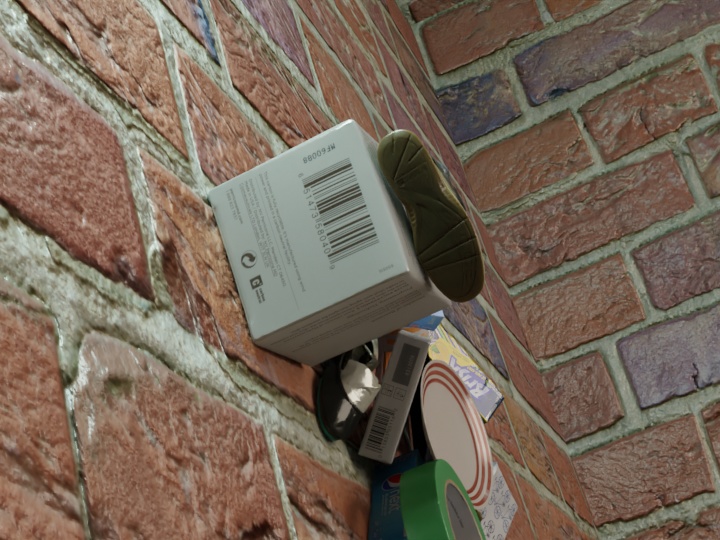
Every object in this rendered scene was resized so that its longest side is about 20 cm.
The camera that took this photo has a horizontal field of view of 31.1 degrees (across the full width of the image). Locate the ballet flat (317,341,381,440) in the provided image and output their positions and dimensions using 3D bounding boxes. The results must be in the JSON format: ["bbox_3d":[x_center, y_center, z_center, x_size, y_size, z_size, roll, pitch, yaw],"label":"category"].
[{"bbox_3d":[-0.012,0.133,1.588,0.068,0.068,0.200,51,16,-20],"label":"ballet flat"}]

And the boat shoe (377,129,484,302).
[{"bbox_3d":[0.085,-0.063,1.419,0.201,0.072,0.066,63,19,2],"label":"boat shoe"}]

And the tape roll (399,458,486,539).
[{"bbox_3d":[0.106,0.320,1.497,0.200,0.048,0.201,-22,90,-77],"label":"tape roll"}]

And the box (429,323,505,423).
[{"bbox_3d":[0.127,0.152,1.992,0.200,0.070,0.064,48,50,-8],"label":"box"}]

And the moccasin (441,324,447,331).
[{"bbox_3d":[0.114,0.159,2.073,0.078,0.074,0.201,-73,156,-63],"label":"moccasin"}]

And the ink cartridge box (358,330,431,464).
[{"bbox_3d":[0.047,0.158,1.669,0.200,0.047,0.160,23,85,-87],"label":"ink cartridge box"}]

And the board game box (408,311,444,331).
[{"bbox_3d":[0.000,0.000,1.686,0.200,0.037,0.151,9,46,-26],"label":"board game box"}]

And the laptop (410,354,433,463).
[{"bbox_3d":[0.132,0.246,1.907,0.200,0.103,0.177,42,22,-22],"label":"laptop"}]

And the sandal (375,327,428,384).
[{"bbox_3d":[0.064,0.099,1.786,0.079,0.059,0.207,-28,129,-45],"label":"sandal"}]

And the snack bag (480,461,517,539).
[{"bbox_3d":[0.154,0.338,1.825,0.189,0.021,0.200,-56,129,-41],"label":"snack bag"}]

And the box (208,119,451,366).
[{"bbox_3d":[-0.034,-0.025,1.481,0.171,0.200,0.199,32,36,-65],"label":"box"}]

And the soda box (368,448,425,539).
[{"bbox_3d":[0.054,0.302,1.572,0.068,0.064,0.200,62,13,-18],"label":"soda box"}]

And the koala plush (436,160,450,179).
[{"bbox_3d":[0.019,-0.122,1.998,0.200,0.184,0.177,26,33,-2],"label":"koala plush"}]

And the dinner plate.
[{"bbox_3d":[0.119,0.213,1.668,0.200,0.024,0.200,50,28,-40],"label":"dinner plate"}]

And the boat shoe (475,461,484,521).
[{"bbox_3d":[0.119,0.316,1.682,0.075,0.075,0.202,60,33,-26],"label":"boat shoe"}]
